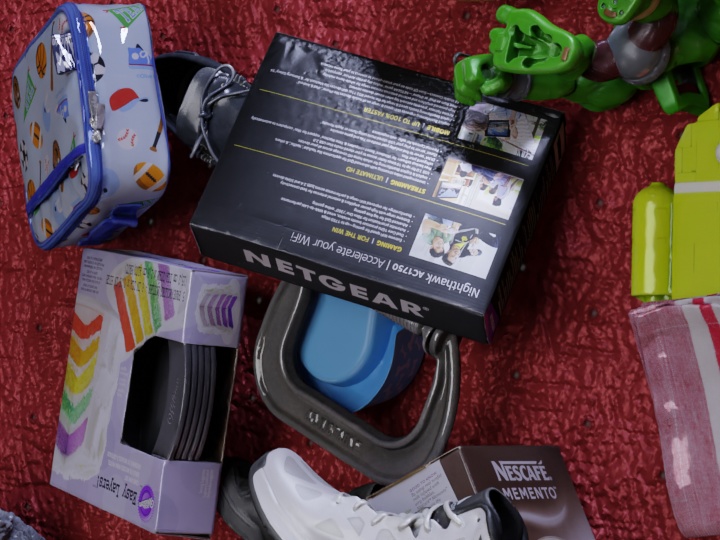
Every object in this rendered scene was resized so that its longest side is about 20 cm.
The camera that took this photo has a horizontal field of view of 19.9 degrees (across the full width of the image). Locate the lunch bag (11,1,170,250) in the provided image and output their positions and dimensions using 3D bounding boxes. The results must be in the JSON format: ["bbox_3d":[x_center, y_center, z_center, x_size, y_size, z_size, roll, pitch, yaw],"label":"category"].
[{"bbox_3d":[-0.196,-0.098,1.477,0.200,0.076,0.160,147,117,-65],"label":"lunch bag"}]

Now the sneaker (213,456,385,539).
[{"bbox_3d":[-0.012,0.172,1.369,0.200,0.060,0.104,48,115,25],"label":"sneaker"}]

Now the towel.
[{"bbox_3d":[0.246,0.078,1.150,0.200,0.023,0.144,-10,96,45],"label":"towel"}]

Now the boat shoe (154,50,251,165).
[{"bbox_3d":[-0.094,-0.104,1.420,0.200,0.062,0.075,39,105,52],"label":"boat shoe"}]

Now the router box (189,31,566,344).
[{"bbox_3d":[0.012,-0.055,1.293,0.200,0.051,0.149,17,68,15],"label":"router box"}]

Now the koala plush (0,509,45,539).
[{"bbox_3d":[-0.343,0.216,1.579,0.200,0.184,0.177,29,95,57],"label":"koala plush"}]

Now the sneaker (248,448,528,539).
[{"bbox_3d":[0.030,0.151,1.196,0.201,0.076,0.115,45,104,24],"label":"sneaker"}]

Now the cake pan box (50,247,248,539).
[{"bbox_3d":[-0.150,0.082,1.449,0.200,0.052,0.184,13,96,59],"label":"cake pan box"}]

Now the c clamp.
[{"bbox_3d":[-0.003,0.038,1.329,0.200,0.027,0.171,36,108,34],"label":"c clamp"}]

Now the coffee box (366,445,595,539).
[{"bbox_3d":[0.097,0.212,1.243,0.080,0.114,0.200,-34,67,31],"label":"coffee box"}]

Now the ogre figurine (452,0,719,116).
[{"bbox_3d":[0.162,-0.141,1.222,0.200,0.120,0.098,-45,57,24],"label":"ogre figurine"}]

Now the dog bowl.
[{"bbox_3d":[0.000,0.000,1.379,0.111,0.050,0.200,9,90,38],"label":"dog bowl"}]

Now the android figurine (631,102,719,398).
[{"bbox_3d":[0.242,-0.023,1.200,0.182,0.041,0.200,1,88,38],"label":"android figurine"}]
